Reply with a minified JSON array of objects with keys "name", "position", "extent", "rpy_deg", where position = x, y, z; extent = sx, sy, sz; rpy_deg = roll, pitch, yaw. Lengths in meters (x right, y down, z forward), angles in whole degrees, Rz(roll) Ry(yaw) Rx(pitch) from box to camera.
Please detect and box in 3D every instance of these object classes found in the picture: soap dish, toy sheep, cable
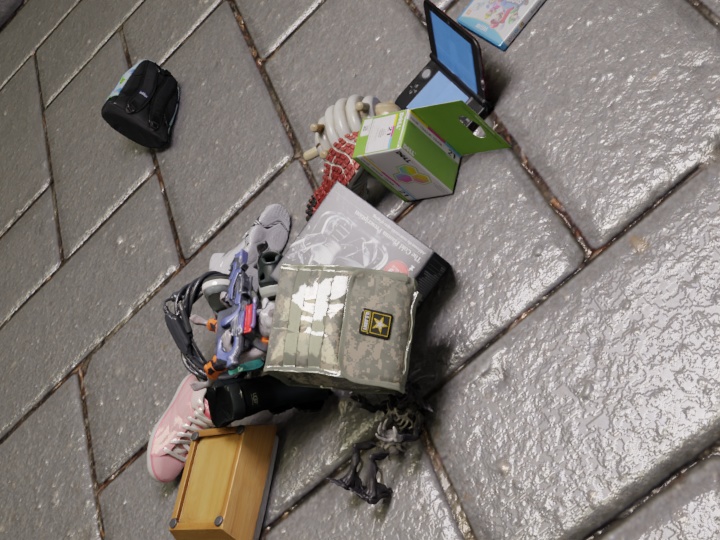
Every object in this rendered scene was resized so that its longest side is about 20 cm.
[{"name":"soap dish","position":[-0.218,0.341,1.657],"extent":[0.157,0.081,0.201],"rpy_deg":[-12,55,39]},{"name":"toy sheep","position":[-0.015,-0.237,1.800],"extent":[0.199,0.138,0.139],"rpy_deg":[-17,52,22]},{"name":"cable","position":[-0.238,0.105,1.786],"extent":[0.163,0.201,0.051],"rpy_deg":[-28,-3,-28]}]

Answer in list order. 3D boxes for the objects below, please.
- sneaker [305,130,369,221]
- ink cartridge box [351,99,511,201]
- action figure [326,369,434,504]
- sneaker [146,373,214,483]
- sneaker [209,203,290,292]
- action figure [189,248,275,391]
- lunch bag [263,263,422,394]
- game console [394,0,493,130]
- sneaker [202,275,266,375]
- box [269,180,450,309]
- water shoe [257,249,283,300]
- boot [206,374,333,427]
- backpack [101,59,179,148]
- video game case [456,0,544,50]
[{"name":"sneaker","position":[-0.021,-0.150,1.749],"extent":[0.078,0.082,0.201],"rpy_deg":[55,130,33]},{"name":"ink cartridge box","position":[0.110,-0.185,1.628],"extent":[0.199,0.148,0.076],"rpy_deg":[-5,61,43]},{"name":"action figure","position":[0.030,0.224,1.476],"extent":[0.118,0.102,0.201],"rpy_deg":[18,81,50]},{"name":"sneaker","position":[-0.291,0.269,1.780],"extent":[0.104,0.075,0.201],"rpy_deg":[-3,59,49]},{"name":"sneaker","position":[-0.210,-0.034,1.900],"extent":[0.114,0.075,0.201],"rpy_deg":[3,62,50]},{"name":"action figure","position":[-0.178,0.079,1.564],"extent":[0.193,0.104,0.201],"rpy_deg":[-21,50,41]},{"name":"lunch bag","position":[-0.019,0.082,1.457],"extent":[0.198,0.118,0.165],"rpy_deg":[2,73,21]},{"name":"game console","position":[0.123,-0.321,1.729],"extent":[0.172,0.118,0.200],"rpy_deg":[-47,41,10]},{"name":"sneaker","position":[-0.197,0.104,1.675],"extent":[0.083,0.200,0.122],"rpy_deg":[-15,54,17]},{"name":"box","position":[0.000,0.000,1.591],"extent":[0.200,0.104,0.183],"rpy_deg":[36,93,22]},{"name":"water shoe","position":[-0.138,0.003,1.749],"extent":[0.200,0.071,0.080],"rpy_deg":[-151,53,-83]},{"name":"boot","position":[-0.145,0.196,1.640],"extent":[0.200,0.167,0.077],"rpy_deg":[161,101,-67]},{"name":"backpack","position":[-0.490,-0.384,2.353],"extent":[0.153,0.163,0.201],"rpy_deg":[-26,40,50]},{"name":"video game case","position":[0.265,-0.479,1.771],"extent":[0.200,0.018,0.143],"rpy_deg":[-51,41,7]}]
